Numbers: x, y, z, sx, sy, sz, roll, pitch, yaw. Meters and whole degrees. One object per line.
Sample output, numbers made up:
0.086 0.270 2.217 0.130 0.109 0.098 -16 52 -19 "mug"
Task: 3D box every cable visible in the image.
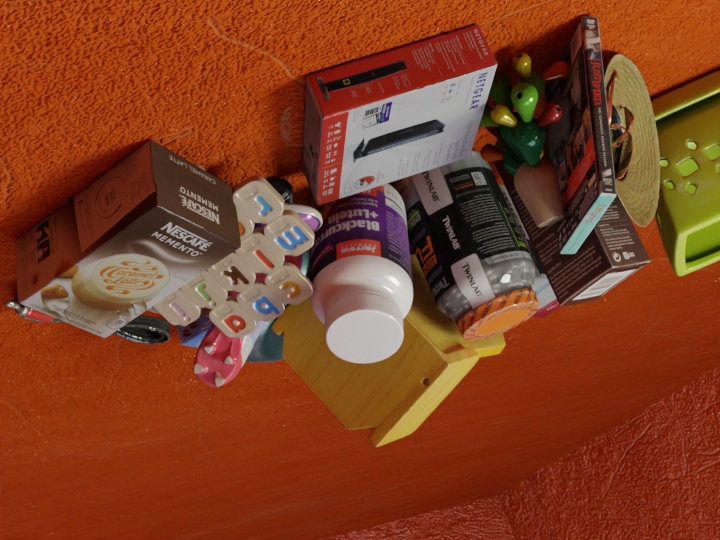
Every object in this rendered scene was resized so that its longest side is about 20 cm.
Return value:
-0.302 0.056 1.486 0.097 0.050 0.200 -27 139 27 "cable"

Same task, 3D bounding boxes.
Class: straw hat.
0.263 -0.141 1.499 0.085 0.202 0.201 -6 170 28 "straw hat"

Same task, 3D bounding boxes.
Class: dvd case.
0.223 -0.136 1.383 0.022 0.201 0.146 1 157 -8 "dvd case"

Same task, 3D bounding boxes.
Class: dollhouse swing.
0.041 0.087 1.613 0.182 0.200 0.176 -49 156 10 "dollhouse swing"

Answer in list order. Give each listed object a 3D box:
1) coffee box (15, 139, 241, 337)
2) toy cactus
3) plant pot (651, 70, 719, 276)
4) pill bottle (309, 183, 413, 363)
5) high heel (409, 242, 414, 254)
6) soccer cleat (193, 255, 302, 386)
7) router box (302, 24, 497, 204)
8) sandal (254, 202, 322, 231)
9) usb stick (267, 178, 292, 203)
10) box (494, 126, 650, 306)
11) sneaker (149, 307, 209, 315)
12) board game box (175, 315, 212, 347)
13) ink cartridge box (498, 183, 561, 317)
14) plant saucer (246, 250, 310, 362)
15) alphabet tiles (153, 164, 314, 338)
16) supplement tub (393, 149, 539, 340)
-0.229 -0.026 1.321 0.200 0.080 0.114 -32 141 28 "coffee box"
0.177 -0.128 1.402 0.102 0.166 0.200 -17 170 -14 "toy cactus"
0.441 -0.131 1.657 0.199 0.182 0.199 -23 161 6 "plant pot"
0.000 0.000 1.466 0.111 0.200 0.112 -2 134 -2 "pill bottle"
0.090 -0.018 1.760 0.200 0.068 0.096 16 134 -41 "high heel"
-0.128 0.044 1.542 0.200 0.067 0.076 -60 -179 14 "soccer cleat"
0.033 -0.152 1.355 0.179 0.049 0.200 -18 161 -10 "router box"
-0.137 -0.029 1.437 0.202 0.050 0.082 -8 160 8 "sandal"
-0.101 -0.049 1.519 0.055 0.033 0.200 -25 162 -11 "usb stick"
0.245 -0.070 1.579 0.075 0.201 0.100 -9 158 -39 "box"
-0.200 0.020 1.560 0.081 0.076 0.200 3 179 23 "sneaker"
-0.119 0.047 1.751 0.200 0.037 0.151 -30 160 17 "board game box"
0.190 -0.026 1.721 0.083 0.146 0.200 -32 159 26 "ink cartridge box"
-0.076 0.046 1.652 0.200 0.036 0.200 -36 155 -20 "plant saucer"
-0.150 -0.018 1.402 0.200 0.015 0.196 -31 118 24 "alphabet tiles"
0.124 -0.029 1.557 0.122 0.201 0.123 -20 160 -8 "supplement tub"
